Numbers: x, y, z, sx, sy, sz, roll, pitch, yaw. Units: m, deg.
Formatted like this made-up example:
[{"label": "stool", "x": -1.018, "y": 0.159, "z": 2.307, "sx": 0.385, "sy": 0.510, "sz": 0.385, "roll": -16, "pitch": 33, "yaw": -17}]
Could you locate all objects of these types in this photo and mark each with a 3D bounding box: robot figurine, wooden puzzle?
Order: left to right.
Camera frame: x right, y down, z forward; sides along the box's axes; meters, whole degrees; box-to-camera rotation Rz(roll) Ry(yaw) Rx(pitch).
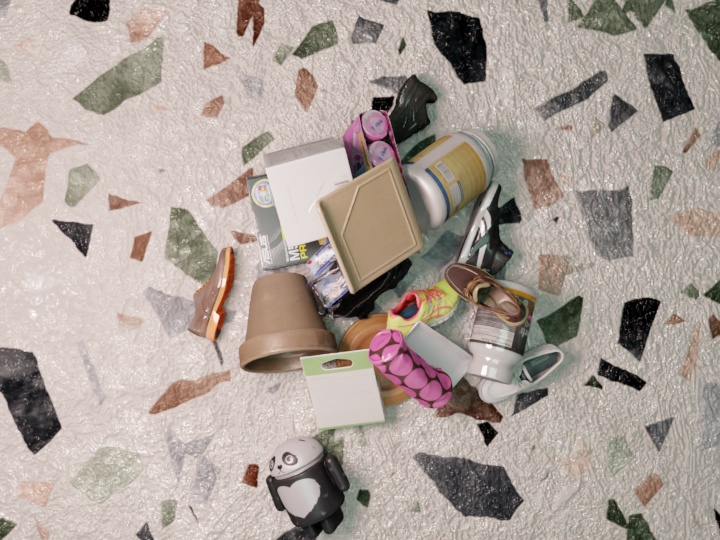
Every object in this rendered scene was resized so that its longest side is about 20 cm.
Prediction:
[{"label": "robot figurine", "x": -0.109, "y": 0.442, "z": 1.402, "sx": 0.149, "sy": 0.125, "sz": 0.201, "roll": -24, "pitch": 90, "yaw": -16}, {"label": "wooden puzzle", "x": 0.019, "y": -0.084, "z": 1.246, "sx": 0.199, "sy": 0.037, "sz": 0.186, "roll": -35, "pitch": 116, "yaw": -28}]

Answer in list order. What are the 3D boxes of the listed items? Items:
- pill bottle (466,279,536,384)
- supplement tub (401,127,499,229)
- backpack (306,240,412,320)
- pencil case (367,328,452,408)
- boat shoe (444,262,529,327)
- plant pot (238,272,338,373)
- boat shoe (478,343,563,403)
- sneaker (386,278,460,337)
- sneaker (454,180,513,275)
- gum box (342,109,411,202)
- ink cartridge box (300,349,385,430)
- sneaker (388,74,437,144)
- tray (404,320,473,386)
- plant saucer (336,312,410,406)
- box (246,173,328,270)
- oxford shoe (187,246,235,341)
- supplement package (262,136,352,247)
[{"label": "pill bottle", "x": 0.291, "y": 0.128, "z": 1.426, "sx": 0.115, "sy": 0.116, "sz": 0.202, "roll": 16, "pitch": 81, "yaw": -2}, {"label": "supplement tub", "x": 0.176, "y": -0.192, "z": 1.403, "sx": 0.200, "sy": 0.145, "sz": 0.145, "roll": -37, "pitch": 91, "yaw": -24}, {"label": "backpack", "x": 0.000, "y": 0.000, "z": 1.378, "sx": 0.190, "sy": 0.200, "sz": 0.155, "roll": -35, "pitch": 77, "yaw": 15}, {"label": "pencil case", "x": 0.099, "y": 0.190, "z": 1.346, "sx": 0.200, "sy": 0.090, "sz": 0.094, "roll": 45, "pitch": 49, "yaw": -36}, {"label": "boat shoe", "x": 0.245, "y": 0.040, "z": 1.367, "sx": 0.200, "sy": 0.072, "sz": 0.072, "roll": 39, "pitch": 93, "yaw": 31}, {"label": "plant pot", "x": -0.154, "y": 0.102, "z": 1.390, "sx": 0.198, "sy": 0.200, "sz": 0.176, "roll": -8, "pitch": 72, "yaw": -3}, {"label": "boat shoe", "x": 0.342, "y": 0.218, "z": 1.460, "sx": 0.199, "sy": 0.065, "sz": 0.074, "roll": -35, "pitch": 91, "yaw": -3}, {"label": "sneaker", "x": 0.133, "y": 0.070, "z": 1.417, "sx": 0.200, "sy": 0.091, "sz": 0.078, "roll": -37, "pitch": 48, "yaw": -23}, {"label": "sneaker", "x": 0.286, "y": -0.082, "z": 1.466, "sx": 0.111, "sy": 0.073, "sz": 0.201, "roll": 21, "pitch": 98, "yaw": -6}, {"label": "gum box", "x": 0.029, "y": -0.208, "z": 1.356, "sx": 0.066, "sy": 0.113, "sz": 0.202, "roll": -12, "pitch": 83, "yaw": -20}, {"label": "ink cartridge box", "x": -0.034, "y": 0.234, "z": 1.394, "sx": 0.144, "sy": 0.048, "sz": 0.201, "roll": -8, "pitch": 120, "yaw": 6}, {"label": "sneaker", "x": 0.098, "y": -0.315, "z": 1.461, "sx": 0.090, "sy": 0.076, "sz": 0.201, "roll": 29, "pitch": 90, "yaw": -9}, {"label": "tray", "x": 0.148, "y": 0.181, "z": 1.426, "sx": 0.200, "sy": 0.022, "sz": 0.108, "roll": 35, "pitch": 101, "yaw": -35}, {"label": "plant saucer", "x": 0.048, "y": 0.192, "z": 1.461, "sx": 0.198, "sy": 0.037, "sz": 0.202, "roll": 0, "pitch": 88, "yaw": -2}, {"label": "box", "x": -0.147, "y": -0.111, "z": 1.455, "sx": 0.159, "sy": 0.044, "sz": 0.202, "roll": -10, "pitch": 89, "yaw": -4}, {"label": "oxford shoe", "x": -0.313, "y": 0.043, "z": 1.431, "sx": 0.072, "sy": 0.071, "sz": 0.202, "roll": 14, "pitch": 88, "yaw": 3}, {"label": "supplement package", "x": -0.096, "y": -0.158, "z": 1.319, "sx": 0.149, "sy": 0.200, "sz": 0.153, "roll": -16, "pitch": 109, "yaw": -5}]
